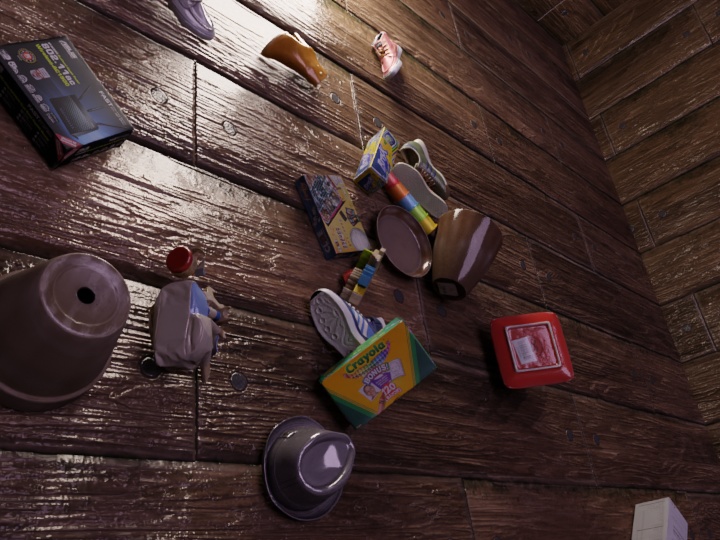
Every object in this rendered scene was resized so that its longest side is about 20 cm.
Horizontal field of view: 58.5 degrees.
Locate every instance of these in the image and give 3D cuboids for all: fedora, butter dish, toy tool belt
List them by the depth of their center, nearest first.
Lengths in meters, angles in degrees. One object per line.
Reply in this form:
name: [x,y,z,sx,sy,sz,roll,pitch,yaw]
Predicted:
toy tool belt: [-0.277,0.074,1.057,0.123,0.124,0.201,59,23,-61]
fedora: [-0.074,0.331,1.111,0.200,0.090,0.177,-9,72,-52]
butter dish: [0.451,0.232,1.761,0.199,0.148,0.201,-6,65,-7]

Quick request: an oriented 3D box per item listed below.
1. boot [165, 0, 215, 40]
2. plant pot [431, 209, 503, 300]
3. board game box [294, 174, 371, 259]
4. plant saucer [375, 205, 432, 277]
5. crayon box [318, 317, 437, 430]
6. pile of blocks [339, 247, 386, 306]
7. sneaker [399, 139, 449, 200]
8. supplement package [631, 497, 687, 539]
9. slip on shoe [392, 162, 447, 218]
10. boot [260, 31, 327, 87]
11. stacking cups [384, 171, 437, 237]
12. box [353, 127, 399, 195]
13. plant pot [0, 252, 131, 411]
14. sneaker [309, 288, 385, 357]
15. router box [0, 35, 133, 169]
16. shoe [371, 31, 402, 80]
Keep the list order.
boot: [-0.376,-0.612,1.412,0.200,0.095,0.074,48,38,-15]
plant pot: [0.262,-0.026,1.705,0.187,0.187,0.200,41,54,-22]
board game box: [-0.062,-0.127,1.493,0.135,0.035,0.201,-8,72,-52]
plant saucer: [0.105,-0.070,1.645,0.200,0.032,0.201,24,51,-34]
crayon box: [0.033,0.199,1.254,0.119,0.200,0.058,54,-6,-6]
pile of blocks: [0.000,0.000,1.440,0.062,0.082,0.200,24,37,3]
sneaker: [0.177,-0.284,1.864,0.090,0.067,0.201,-21,82,-46]
supplement package: [0.875,0.787,1.883,0.110,0.114,0.200,53,38,-7]
slip on shoe: [0.163,-0.223,1.808,0.200,0.074,0.061,41,5,-13]
boot: [-0.157,-0.527,1.628,0.144,0.071,0.201,51,32,-6]
stacking cups: [0.124,-0.180,1.729,0.200,0.060,0.061,50,37,-9]
box: [0.045,-0.290,1.701,0.064,0.070,0.200,39,40,-21]
plant pot: [-0.399,0.066,0.851,0.200,0.173,0.201,27,47,-34]
sneaker: [-0.014,0.112,1.359,0.200,0.081,0.146,53,25,2]
router box: [-0.499,-0.282,1.067,0.200,0.062,0.150,54,35,-6]
shoe: [0.077,-0.673,2.011,0.091,0.071,0.200,38,36,-24]
